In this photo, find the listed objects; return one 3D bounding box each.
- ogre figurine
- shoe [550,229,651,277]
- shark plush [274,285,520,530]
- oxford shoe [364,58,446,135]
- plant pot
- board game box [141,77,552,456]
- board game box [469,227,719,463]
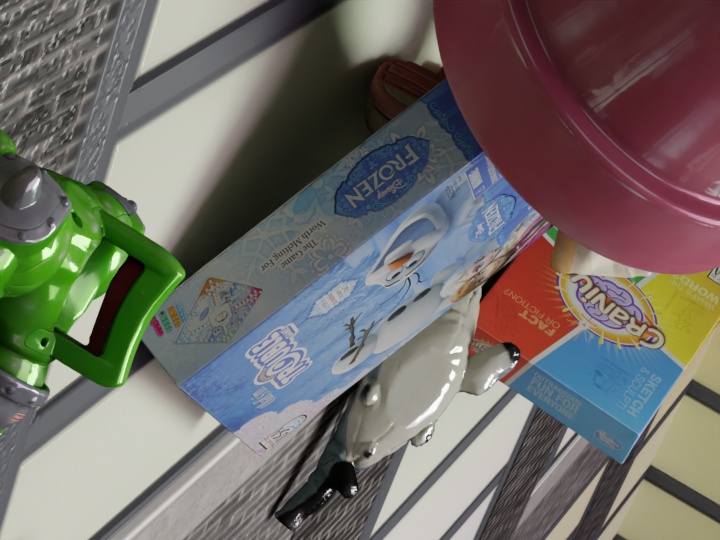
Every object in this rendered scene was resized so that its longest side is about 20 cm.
[{"bbox_3d":[-0.124,0.018,0.741,0.120,0.098,0.200,-49,155,2],"label":"ogre figurine"},{"bbox_3d":[0.140,-0.082,1.184,0.070,0.053,0.201,-52,155,-52],"label":"shoe"},{"bbox_3d":[0.023,0.088,1.475,0.201,0.091,0.083,-63,-163,-9],"label":"shark plush"},{"bbox_3d":[0.038,-0.063,1.207,0.075,0.070,0.200,-59,166,10],"label":"oxford shoe"},{"bbox_3d":[0.160,-0.123,0.992,0.179,0.200,0.200,-36,-172,46],"label":"plant pot"},{"bbox_3d":[0.000,0.000,1.115,0.199,0.043,0.200,-37,165,-1],"label":"board game box"},{"bbox_3d":[0.182,0.029,1.723,0.200,0.153,0.040,-50,169,-38],"label":"board game box"}]
